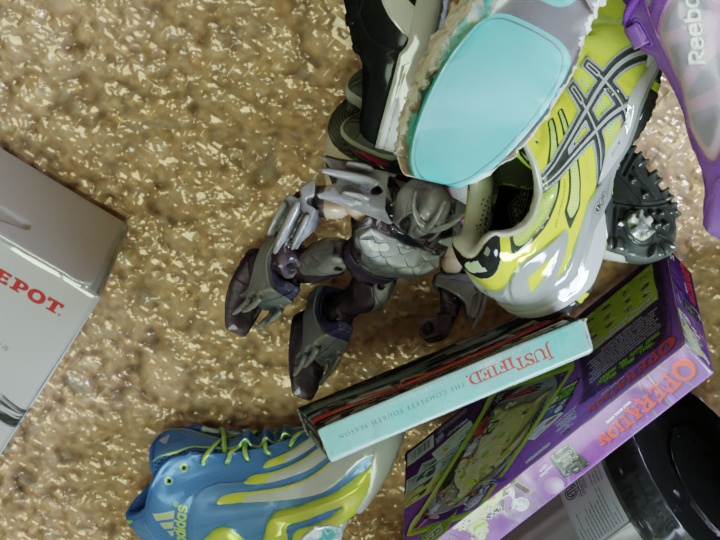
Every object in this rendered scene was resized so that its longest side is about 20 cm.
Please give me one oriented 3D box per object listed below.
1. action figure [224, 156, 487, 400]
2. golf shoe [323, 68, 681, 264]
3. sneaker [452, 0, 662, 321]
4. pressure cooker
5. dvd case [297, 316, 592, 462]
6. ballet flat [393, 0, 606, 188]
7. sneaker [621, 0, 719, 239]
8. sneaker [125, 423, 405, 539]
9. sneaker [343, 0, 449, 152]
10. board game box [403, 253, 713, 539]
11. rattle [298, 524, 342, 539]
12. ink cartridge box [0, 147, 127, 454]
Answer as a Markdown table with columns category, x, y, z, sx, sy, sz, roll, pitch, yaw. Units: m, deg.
| category | x | y | z | sx | sy | sz | roll | pitch | yaw |
| --- | --- | --- | --- | --- | --- | --- | --- | --- | --- |
| action figure | 0.000 | 0.000 | 1.264 | 0.130 | 0.070 | 0.200 | 31 | 148 | -15 |
| golf shoe | 0.076 | -0.048 | 1.277 | 0.199 | 0.077 | 0.088 | 21 | 145 | -5 |
| sneaker | 0.099 | -0.078 | 1.184 | 0.075 | 0.201 | 0.076 | 1 | 165 | 37 |
| pressure cooker | 0.132 | 0.176 | 1.337 | 0.179 | 0.176 | 0.200 | 43 | 115 | -14 |
| dvd case | 0.040 | 0.059 | 1.248 | 0.146 | 0.200 | 0.022 | -23 | 92 | -5 |
| ballet flat | 0.080 | -0.129 | 1.136 | 0.072 | 0.072 | 0.200 | 32 | 97 | -12 |
| sneaker | 0.174 | -0.112 | 1.165 | 0.088 | 0.080 | 0.201 | 6 | 114 | 24 |
| sneaker | -0.067 | 0.125 | 1.394 | 0.105 | 0.076 | 0.200 | 40 | 120 | -15 |
| sneaker | -0.006 | -0.168 | 1.192 | 0.111 | 0.073 | 0.201 | 12 | 102 | 5 |
| board game box | 0.104 | 0.080 | 1.281 | 0.200 | 0.120 | 0.032 | -40 | 105 | 19 |
| rattle | -0.015 | 0.220 | 1.408 | 0.143 | 0.131 | 0.200 | 2 | 170 | 46 |
| ink cartridge box | -0.245 | 0.025 | 1.352 | 0.146 | 0.084 | 0.200 | 31 | 121 | -9 |
